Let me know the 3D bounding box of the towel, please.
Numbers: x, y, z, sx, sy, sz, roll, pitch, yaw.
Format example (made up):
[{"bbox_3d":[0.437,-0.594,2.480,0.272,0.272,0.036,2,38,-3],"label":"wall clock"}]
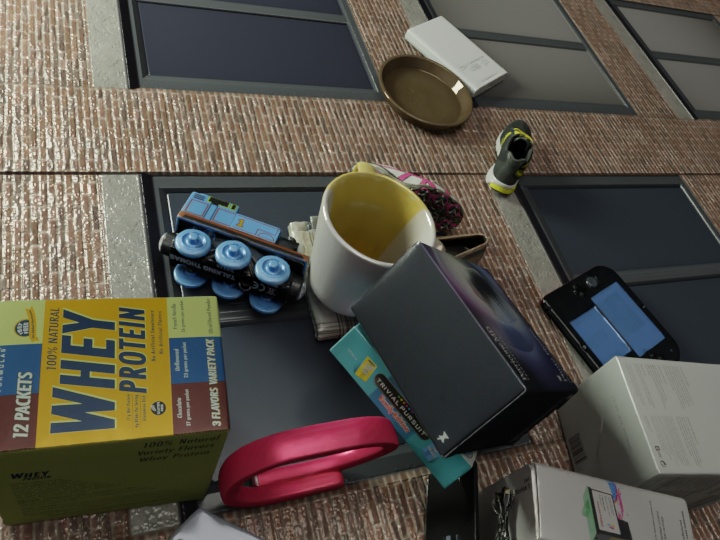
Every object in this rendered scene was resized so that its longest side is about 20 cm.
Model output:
[{"bbox_3d":[0.000,0.000,0.904,0.190,0.035,0.202,-4,57,-24],"label":"towel"}]

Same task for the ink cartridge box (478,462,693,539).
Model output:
[{"bbox_3d":[0.250,0.301,0.715,0.197,0.145,0.085,16,53,-10],"label":"ink cartridge box"}]

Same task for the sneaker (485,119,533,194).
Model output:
[{"bbox_3d":[0.295,-0.225,1.154,0.074,0.085,0.202,26,50,-3],"label":"sneaker"}]

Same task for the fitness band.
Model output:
[{"bbox_3d":[-0.053,0.203,0.664,0.197,0.144,0.038,-6,56,-25],"label":"fitness band"}]

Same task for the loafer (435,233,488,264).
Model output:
[{"bbox_3d":[0.115,-0.028,0.928,0.198,0.063,0.072,-6,52,-42],"label":"loafer"}]

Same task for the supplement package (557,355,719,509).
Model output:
[{"bbox_3d":[0.402,0.222,0.830,0.197,0.151,0.154,6,53,-17],"label":"supplement package"}]

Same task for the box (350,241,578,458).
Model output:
[{"bbox_3d":[0.125,0.092,0.721,0.197,0.123,0.201,14,36,-55],"label":"box"}]

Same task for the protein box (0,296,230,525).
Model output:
[{"bbox_3d":[-0.241,0.136,0.599,0.195,0.201,0.137,0,56,-22],"label":"protein box"}]

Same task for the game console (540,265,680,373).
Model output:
[{"bbox_3d":[0.407,0.094,1.004,0.175,0.031,0.201,-21,65,-33],"label":"game console"}]

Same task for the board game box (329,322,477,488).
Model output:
[{"bbox_3d":[0.067,0.140,0.759,0.201,0.047,0.151,50,20,6],"label":"board game box"}]

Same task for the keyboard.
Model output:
[{"bbox_3d":[0.120,0.308,0.680,0.020,0.126,0.202,33,45,-31],"label":"keyboard"}]

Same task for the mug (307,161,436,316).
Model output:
[{"bbox_3d":[0.008,-0.031,0.813,0.148,0.154,0.187,32,47,3],"label":"mug"}]

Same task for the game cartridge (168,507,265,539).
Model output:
[{"bbox_3d":[-0.162,0.343,0.591,0.132,0.041,0.201,29,50,-4],"label":"game cartridge"}]

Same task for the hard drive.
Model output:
[{"bbox_3d":[0.205,-0.459,1.324,0.200,0.026,0.131,45,52,13],"label":"hard drive"}]

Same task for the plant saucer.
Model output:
[{"bbox_3d":[0.124,-0.343,1.207,0.197,0.030,0.203,11,53,-15],"label":"plant saucer"}]

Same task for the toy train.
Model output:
[{"bbox_3d":[-0.160,-0.023,0.820,0.197,0.087,0.115,18,46,-3],"label":"toy train"}]

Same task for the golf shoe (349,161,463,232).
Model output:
[{"bbox_3d":[0.076,-0.129,1.003,0.197,0.073,0.093,21,32,-13],"label":"golf shoe"}]
